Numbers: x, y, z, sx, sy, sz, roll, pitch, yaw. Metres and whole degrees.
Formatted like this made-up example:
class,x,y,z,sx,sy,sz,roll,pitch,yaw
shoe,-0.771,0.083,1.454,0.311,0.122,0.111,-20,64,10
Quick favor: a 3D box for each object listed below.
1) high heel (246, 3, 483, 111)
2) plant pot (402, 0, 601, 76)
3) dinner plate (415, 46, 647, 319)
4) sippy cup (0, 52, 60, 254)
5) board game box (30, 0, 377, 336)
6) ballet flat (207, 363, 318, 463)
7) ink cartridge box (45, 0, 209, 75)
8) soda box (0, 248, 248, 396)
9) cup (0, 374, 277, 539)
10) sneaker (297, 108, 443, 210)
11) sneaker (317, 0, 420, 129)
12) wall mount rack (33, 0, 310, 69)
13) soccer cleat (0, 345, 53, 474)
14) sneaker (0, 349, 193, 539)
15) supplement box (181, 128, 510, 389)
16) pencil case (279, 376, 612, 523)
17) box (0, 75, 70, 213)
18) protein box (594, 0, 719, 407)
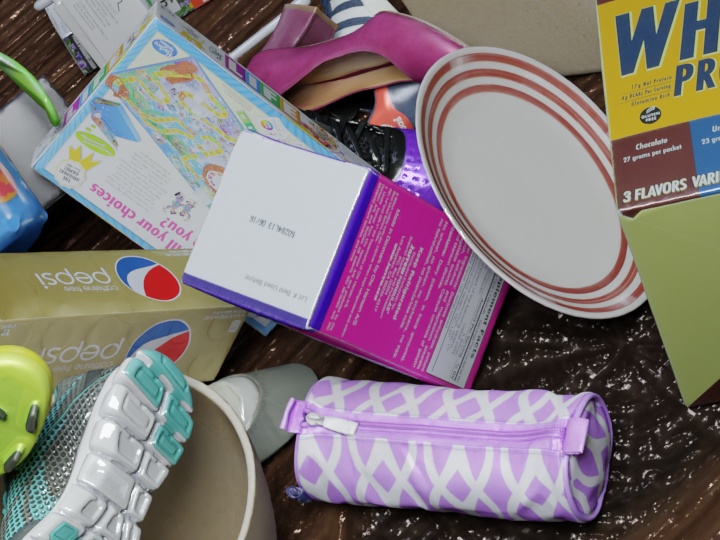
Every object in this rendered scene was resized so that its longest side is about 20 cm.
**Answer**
class,x,y,z,sx,sy,sz,roll,pitch,yaw
high heel,-0.002,-0.127,1.230,0.199,0.067,0.097,14,78,48
plant pot,0.112,-0.251,1.265,0.176,0.200,0.201,-20,48,17
dinner plate,0.111,-0.054,1.133,0.024,0.199,0.201,-43,35,41
sippy cup,-0.271,-0.047,1.113,0.130,0.140,0.178,47,114,3
board game box,-0.098,-0.064,1.183,0.135,0.200,0.034,-46,21,17
ballet flat,-0.117,0.116,1.167,0.199,0.064,0.067,-34,48,-3
ink cartridge box,-0.170,-0.257,1.490,0.199,0.050,0.109,-31,48,-2
soda box,-0.169,0.032,1.113,0.064,0.199,0.068,47,122,31
cup,-0.129,0.181,1.068,0.199,0.143,0.201,-12,50,15
sneaker,-0.015,-0.074,1.240,0.199,0.100,0.070,-8,54,20
sneaker,-0.007,-0.165,1.328,0.084,0.075,0.200,-38,44,1
wall mount rack,-0.146,-0.201,1.350,0.173,0.200,0.075,-26,22,30
soccer cleat,-0.220,0.094,0.978,0.200,0.064,0.084,-53,16,39
sneaker,-0.167,0.136,0.990,0.091,0.078,0.201,-4,48,42
supplement box,0.000,0.000,1.099,0.101,0.200,0.104,19,85,34
pencil case,0.053,0.105,1.083,0.199,0.086,0.084,1,58,24
box,-0.259,-0.059,1.285,0.141,0.079,0.200,-43,7,-9
protein box,0.229,-0.065,1.056,0.134,0.199,0.201,-12,50,15
